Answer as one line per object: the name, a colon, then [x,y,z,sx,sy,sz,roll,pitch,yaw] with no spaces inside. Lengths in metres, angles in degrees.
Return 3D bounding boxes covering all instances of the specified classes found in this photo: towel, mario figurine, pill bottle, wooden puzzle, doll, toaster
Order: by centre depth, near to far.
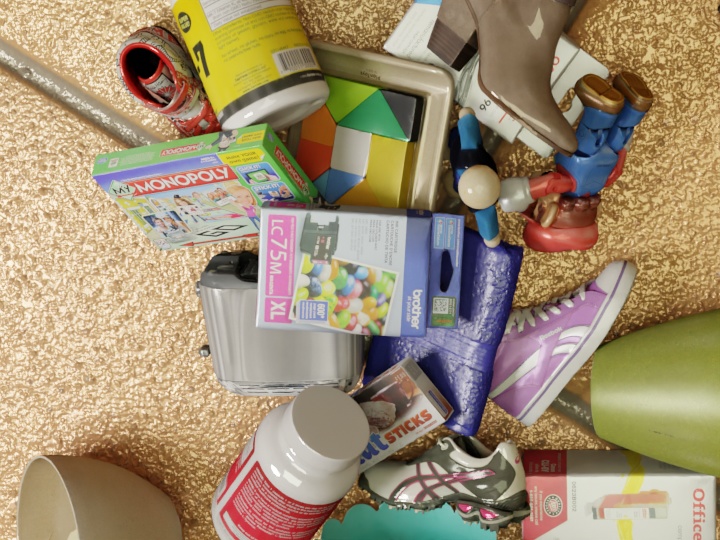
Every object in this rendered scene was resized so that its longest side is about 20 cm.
doll: [0.108,-0.088,1.663,0.048,0.200,0.138,-13,99,-1]
pill bottle: [-0.117,-0.238,1.690,0.113,0.114,0.202,-24,84,11]
mario figurine: [0.202,-0.108,1.701,0.122,0.106,0.201,17,123,-9]
wooden puzzle: [-0.001,-0.115,1.715,0.183,0.037,0.203,16,108,32]
pill bottle: [-0.068,0.204,1.749,0.112,0.113,0.200,33,136,-1]
towel: [0.085,0.049,1.752,0.147,0.049,0.202,23,108,32]
toaster: [-0.067,0.051,1.761,0.197,0.114,0.131,-1,105,4]

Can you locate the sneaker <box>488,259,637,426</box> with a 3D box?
sneaker: [0.185,0.050,1.753,0.114,0.073,0.201,38,103,1]

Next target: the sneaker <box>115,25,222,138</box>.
sneaker: [-0.167,-0.154,1.729,0.067,0.108,0.202,-38,95,13]

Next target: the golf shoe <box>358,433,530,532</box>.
golf shoe: [0.086,0.204,1.770,0.198,0.077,0.089,5,101,35]

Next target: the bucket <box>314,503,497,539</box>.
bucket: [0.049,0.335,1.763,0.204,0.208,0.136,-2,112,7]

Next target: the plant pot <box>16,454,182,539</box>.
plant pot: [-0.262,0.286,1.808,0.133,0.200,0.203,-3,104,-30]

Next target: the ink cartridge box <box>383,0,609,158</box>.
ink cartridge box: [0.136,-0.207,1.704,0.199,0.068,0.117,36,102,-2]

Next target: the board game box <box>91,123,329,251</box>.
board game box: [-0.147,-0.079,1.713,0.198,0.029,0.135,-8,143,28]

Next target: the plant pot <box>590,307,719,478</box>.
plant pot: [0.331,0.119,1.706,0.198,0.187,0.190,0,102,20]

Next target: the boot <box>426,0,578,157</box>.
boot: [0.160,-0.222,1.616,0.199,0.070,0.147,40,101,10]

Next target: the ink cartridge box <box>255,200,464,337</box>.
ink cartridge box: [0.000,0.000,1.670,0.197,0.042,0.121,3,102,-2]

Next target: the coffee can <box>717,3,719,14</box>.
coffee can: [0.451,-0.211,1.628,0.146,0.146,0.201,-37,96,12]

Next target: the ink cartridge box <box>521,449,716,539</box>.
ink cartridge box: [0.264,0.264,1.780,0.197,0.083,0.147,-1,101,7]

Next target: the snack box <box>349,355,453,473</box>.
snack box: [0.006,0.160,1.774,0.072,0.024,0.199,50,131,-5]
